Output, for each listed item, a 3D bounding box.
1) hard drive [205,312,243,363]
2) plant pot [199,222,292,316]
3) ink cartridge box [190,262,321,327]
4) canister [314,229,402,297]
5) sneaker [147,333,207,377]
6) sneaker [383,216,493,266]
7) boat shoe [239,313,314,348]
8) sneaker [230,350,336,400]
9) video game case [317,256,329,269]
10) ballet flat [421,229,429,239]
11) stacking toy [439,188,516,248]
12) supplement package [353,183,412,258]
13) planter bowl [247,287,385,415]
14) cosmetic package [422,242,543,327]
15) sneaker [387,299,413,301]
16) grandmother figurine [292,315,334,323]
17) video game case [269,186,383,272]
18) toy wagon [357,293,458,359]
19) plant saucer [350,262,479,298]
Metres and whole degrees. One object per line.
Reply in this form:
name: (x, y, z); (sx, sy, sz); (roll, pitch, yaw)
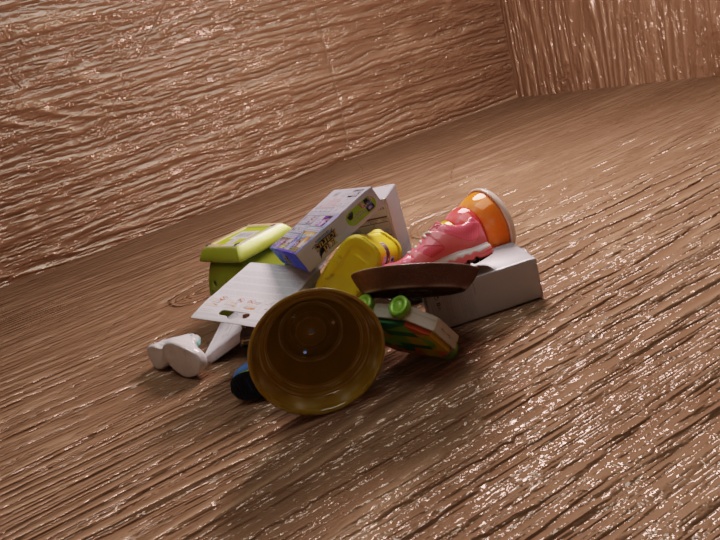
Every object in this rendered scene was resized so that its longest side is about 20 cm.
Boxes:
hard drive: (-0.223, 0.094, 1.157); (0.199, 0.027, 0.132); (-36, 20, 20)
plant pot: (-0.245, -0.003, 1.341); (0.199, 0.183, 0.198); (1, 27, 45)
ink cartridge box: (-0.182, 0.055, 1.033); (0.158, 0.048, 0.200); (5, 32, 24)
canister: (0.000, 0.000, 1.059); (0.149, 0.086, 0.200); (-56, -9, 11)
sneaker: (-0.353, 0.159, 1.156); (0.199, 0.076, 0.088); (0, 21, 46)
sneaker: (0.124, -0.037, 0.988); (0.198, 0.088, 0.074); (-15, -8, -4)
boat shoe: (-0.122, 0.116, 0.990); (0.198, 0.060, 0.072); (5, -12, 21)
sneaker: (-0.119, 0.162, 0.953); (0.198, 0.067, 0.079); (-13, 16, 12)
video game case: (-0.136, 0.026, 1.201); (0.142, 0.017, 0.201); (-26, 25, 46)
ballet flat: (0.162, -0.044, 1.252); (0.073, 0.068, 0.200); (-57, -12, 5)
stacking toy: (0.183, -0.057, 1.099); (0.199, 0.147, 0.146); (-27, 21, -16)
supplement package: (0.038, -0.070, 1.249); (0.116, 0.202, 0.117); (-10, 19, 19)
planter bowl: (-0.068, 0.105, 0.847); (0.198, 0.202, 0.084); (-19, 23, -6)
cosmetic package: (0.210, 0.025, 1.026); (0.198, 0.082, 0.113); (-16, 19, 0)
sneaker: (0.144, 0.006, 1.165); (0.103, 0.061, 0.200); (5, 32, 39)
grandmother figurine: (-0.118, 0.131, 1.054); (0.198, 0.061, 0.122); (-15, 33, 14)
video game case: (-0.069, -0.080, 1.065); (0.181, 0.046, 0.200); (-42, 18, -12)
toy wagon: (0.054, 0.090, 0.890); (0.199, 0.155, 0.040); (0, 60, 43)
plant saucer: (0.084, 0.020, 0.881); (0.198, 0.035, 0.200); (-3, -9, 0)
